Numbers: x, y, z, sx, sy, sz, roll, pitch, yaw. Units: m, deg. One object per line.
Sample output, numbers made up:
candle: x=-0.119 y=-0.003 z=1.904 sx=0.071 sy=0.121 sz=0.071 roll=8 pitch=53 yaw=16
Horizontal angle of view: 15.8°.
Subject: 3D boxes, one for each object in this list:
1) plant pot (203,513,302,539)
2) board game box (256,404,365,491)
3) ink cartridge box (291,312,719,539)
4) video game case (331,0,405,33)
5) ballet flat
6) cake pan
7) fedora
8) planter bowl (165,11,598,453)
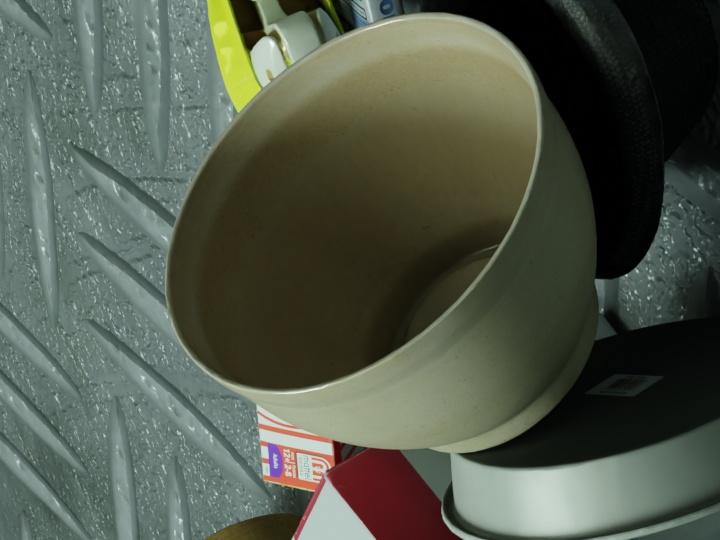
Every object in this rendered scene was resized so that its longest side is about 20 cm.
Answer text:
plant pot: x=-0.047 y=0.272 z=1.732 sx=0.201 sy=0.186 sz=0.187 roll=66 pitch=154 yaw=25
board game box: x=0.000 y=0.000 z=1.398 sx=0.046 sy=0.200 sz=0.152 roll=10 pitch=127 yaw=21
ink cartridge box: x=0.081 y=0.149 z=1.377 sx=0.145 sy=0.200 sz=0.146 roll=50 pitch=149 yaw=19
video game case: x=-0.024 y=-0.168 z=1.351 sx=0.200 sy=0.022 sz=0.183 roll=-131 pitch=23 yaw=-55
ballet flat: x=-0.044 y=-0.135 z=1.296 sx=0.067 sy=0.067 sz=0.201 roll=159 pitch=90 yaw=-75
cake pan: x=0.129 y=0.072 z=1.233 sx=0.200 sy=0.200 sz=0.037 roll=5 pitch=117 yaw=57
fedora: x=0.112 y=-0.095 z=1.242 sx=0.201 sy=0.091 sz=0.201 roll=48 pitch=154 yaw=32
planter bowl: x=0.029 y=0.001 z=1.194 sx=0.200 sy=0.201 sz=0.135 roll=29 pitch=169 yaw=47
